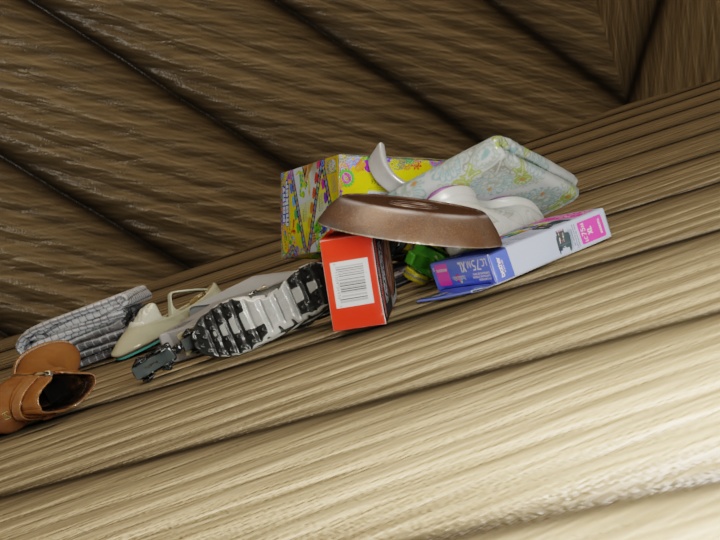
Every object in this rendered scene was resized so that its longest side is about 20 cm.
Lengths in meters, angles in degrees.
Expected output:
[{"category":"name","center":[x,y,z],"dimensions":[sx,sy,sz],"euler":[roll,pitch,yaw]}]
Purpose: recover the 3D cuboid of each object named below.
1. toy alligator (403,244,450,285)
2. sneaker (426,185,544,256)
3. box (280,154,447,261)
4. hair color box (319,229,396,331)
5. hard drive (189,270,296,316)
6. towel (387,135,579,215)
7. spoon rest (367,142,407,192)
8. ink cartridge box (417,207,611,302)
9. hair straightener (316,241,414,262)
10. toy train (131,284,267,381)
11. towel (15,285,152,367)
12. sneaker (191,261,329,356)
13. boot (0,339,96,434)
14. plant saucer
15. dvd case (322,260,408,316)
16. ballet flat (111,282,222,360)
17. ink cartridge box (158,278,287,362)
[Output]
[{"category":"toy alligator","center":[0.094,-0.013,1.756],"dimensions":[0.054,0.060,0.200],"euler":[26,9,8]},{"category":"sneaker","center":[0.154,-0.040,1.731],"dimensions":[0.199,0.100,0.075],"euler":[6,-34,-45]},{"category":"box","center":[0.019,-0.080,1.954],"dimensions":[0.198,0.123,0.192],"euler":[1,-4,-26]},{"category":"hair color box","center":[0.000,0.000,1.616],"dimensions":[0.061,0.102,0.200],"euler":[-8,7,5]},{"category":"hard drive","center":[-0.146,0.035,2.120],"dimensions":[0.131,0.027,0.200],"euler":[-7,10,23]},{"category":"towel","center":[0.155,-0.096,1.794],"dimensions":[0.171,0.048,0.199],"euler":[-30,-30,30]},{"category":"spoon rest","center":[0.107,-0.107,1.848],"dimensions":[0.198,0.061,0.100],"euler":[12,-38,-18]},{"category":"ink cartridge box","center":[0.164,-0.017,1.596],"dimensions":[0.199,0.042,0.119],"euler":[-24,7,-28]},{"category":"hair straightener","center":[0.018,-0.020,1.775],"dimensions":[0.200,0.077,0.041],"euler":[-38,-12,37]},{"category":"toy train","center":[-0.187,0.076,1.758],"dimensions":[0.199,0.034,0.046],"euler":[-30,7,-6]},{"category":"towel","center":[-0.418,0.098,2.245],"dimensions":[0.199,0.086,0.166],"euler":[-20,4,3]},{"category":"sneaker","center":[-0.102,0.052,1.713],"dimensions":[0.199,0.067,0.090],"euler":[-26,-12,15]},{"category":"boot","center":[-0.372,0.131,1.748],"dimensions":[0.155,0.077,0.200],"euler":[-17,8,38]},{"category":"plant saucer","center":[0.054,-0.055,1.541],"dimensions":[0.198,0.035,0.200],"euler":[6,8,-1]},{"category":"dvd case","center":[0.001,0.022,1.881],"dimensions":[0.199,0.016,0.148],"euler":[-21,5,-24]},{"category":"ballet flat","center":[-0.285,0.069,2.141],"dimensions":[0.199,0.070,0.069],"euler":[-22,6,-28]},{"category":"ink cartridge box","center":[-0.147,0.056,1.898],"dimensions":[0.175,0.045,0.200],"euler":[-18,6,18]}]
